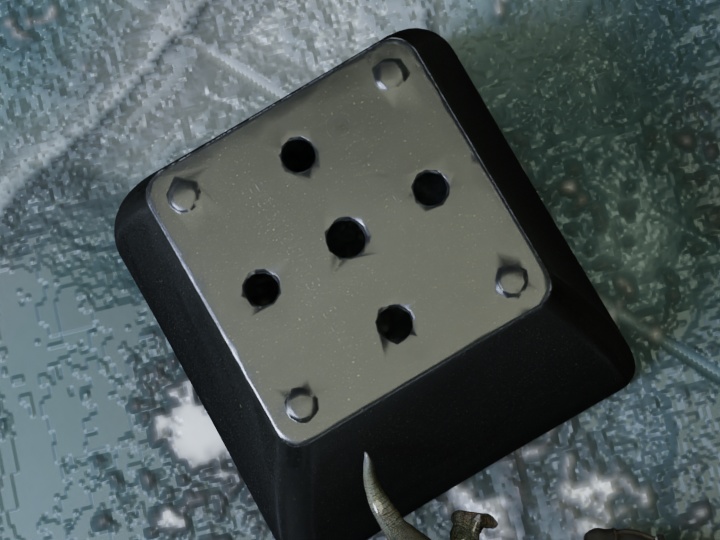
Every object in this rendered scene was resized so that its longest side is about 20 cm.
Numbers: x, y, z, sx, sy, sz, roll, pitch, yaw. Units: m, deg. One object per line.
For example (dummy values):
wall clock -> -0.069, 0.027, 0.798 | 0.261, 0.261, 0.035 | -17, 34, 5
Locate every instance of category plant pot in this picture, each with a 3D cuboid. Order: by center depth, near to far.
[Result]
plant pot -> 0.000, 0.000, 1.010 | 0.199, 0.177, 0.201 | -30, 78, -2

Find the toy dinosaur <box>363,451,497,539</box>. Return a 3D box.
toy dinosaur -> 0.063, 0.164, 0.951 | 0.076, 0.102, 0.201 | -16, 113, 26

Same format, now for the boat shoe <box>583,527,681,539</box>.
boat shoe -> 0.116, 0.222, 1.019 | 0.060, 0.072, 0.203 | 10, 74, 10
